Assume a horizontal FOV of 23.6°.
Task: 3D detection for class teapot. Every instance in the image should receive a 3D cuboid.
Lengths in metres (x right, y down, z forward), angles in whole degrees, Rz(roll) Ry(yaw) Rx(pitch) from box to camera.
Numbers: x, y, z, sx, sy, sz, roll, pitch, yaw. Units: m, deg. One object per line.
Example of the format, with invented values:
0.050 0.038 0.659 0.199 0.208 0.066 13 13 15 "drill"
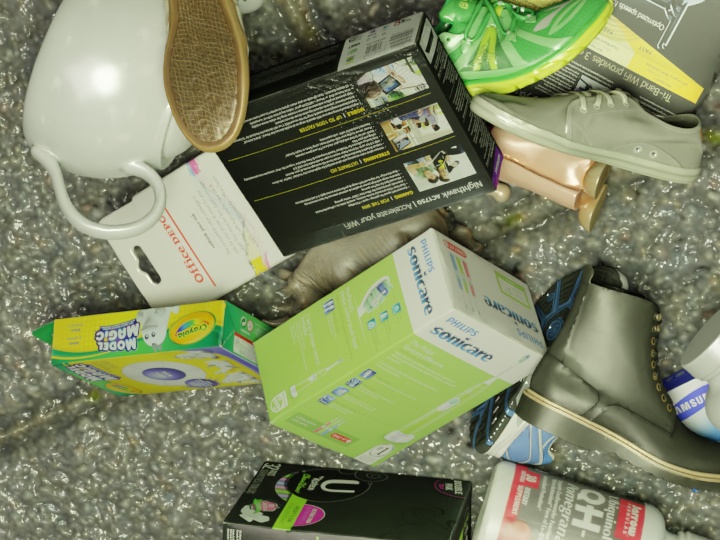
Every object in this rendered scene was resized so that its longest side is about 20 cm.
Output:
-0.179 -0.151 1.422 0.146 0.197 0.200 24 113 3 "teapot"

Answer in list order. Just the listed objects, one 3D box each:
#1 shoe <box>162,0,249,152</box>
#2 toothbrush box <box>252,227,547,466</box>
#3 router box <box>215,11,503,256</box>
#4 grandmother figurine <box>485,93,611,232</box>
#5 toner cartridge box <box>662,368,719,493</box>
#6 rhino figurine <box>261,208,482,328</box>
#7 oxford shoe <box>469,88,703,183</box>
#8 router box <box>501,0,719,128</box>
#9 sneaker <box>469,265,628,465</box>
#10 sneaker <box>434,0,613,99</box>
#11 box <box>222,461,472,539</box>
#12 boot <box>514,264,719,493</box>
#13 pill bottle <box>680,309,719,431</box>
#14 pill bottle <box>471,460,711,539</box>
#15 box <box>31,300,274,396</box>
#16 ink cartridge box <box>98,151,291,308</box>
-0.118 -0.188 1.338 0.070 0.053 0.201 -11 82 15 "shoe"
0.034 0.069 1.451 0.200 0.086 0.146 -32 142 26 "toothbrush box"
-0.008 -0.104 1.366 0.200 0.051 0.149 -16 124 24 "router box"
0.107 -0.101 1.435 0.200 0.061 0.121 20 133 16 "grandmother figurine"
0.349 0.103 1.467 0.200 0.043 0.095 -29 98 18 "toner cartridge box"
0.000 0.000 1.488 0.200 0.060 0.088 -27 122 15 "rhino figurine"
0.180 -0.117 1.348 0.200 0.075 0.058 12 108 -16 "oxford shoe"
0.196 -0.193 1.403 0.200 0.052 0.157 29 111 2 "router box"
0.174 0.083 1.492 0.077 0.076 0.200 25 111 -21 "sneaker"
0.101 -0.183 1.359 0.200 0.074 0.084 -18 108 18 "sneaker"
-0.008 0.259 1.532 0.199 0.149 0.125 5 106 11 "box"
0.244 0.093 1.421 0.200 0.077 0.139 21 96 -16 "boot"
0.355 0.114 1.387 0.200 0.111 0.111 40 110 -1 "pill bottle"
0.199 0.245 1.503 0.200 0.111 0.111 16 109 4 "pill bottle"
-0.179 0.071 1.515 0.200 0.117 0.048 -5 70 26 "box"
-0.114 -0.051 1.504 0.200 0.068 0.117 -29 99 17 "ink cartridge box"
